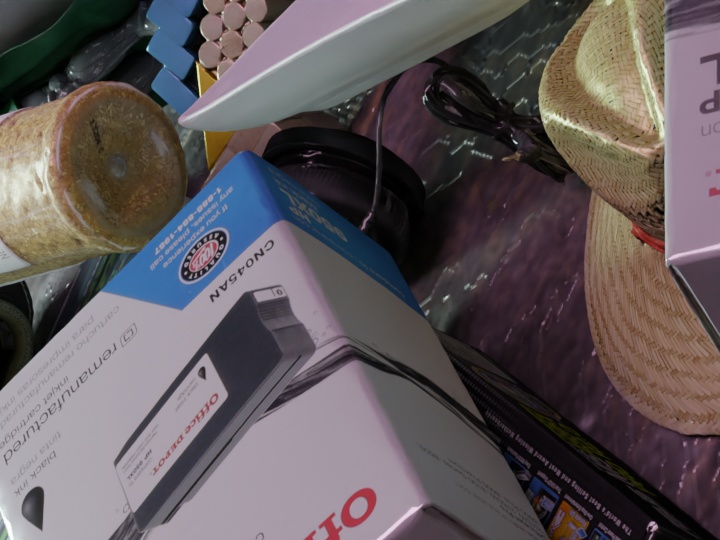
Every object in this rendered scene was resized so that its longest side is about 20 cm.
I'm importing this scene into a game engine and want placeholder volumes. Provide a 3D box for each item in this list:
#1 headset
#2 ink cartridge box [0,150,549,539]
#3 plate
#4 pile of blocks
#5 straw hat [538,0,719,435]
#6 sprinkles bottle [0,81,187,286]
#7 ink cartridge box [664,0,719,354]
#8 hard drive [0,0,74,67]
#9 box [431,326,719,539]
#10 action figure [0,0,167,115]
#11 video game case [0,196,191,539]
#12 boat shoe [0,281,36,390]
[{"bbox_3d":[0.000,0.000,1.065,0.200,0.094,0.124,-56,16,39],"label":"headset"},{"bbox_3d":[-0.033,0.079,0.919,0.145,0.084,0.200,-44,38,12],"label":"ink cartridge box"},{"bbox_3d":[0.048,-0.127,1.043,0.199,0.032,0.200,-25,18,49],"label":"plate"},{"bbox_3d":[-0.049,-0.122,1.169,0.082,0.062,0.201,3,97,30],"label":"pile of blocks"},{"bbox_3d":[0.105,-0.053,0.915,0.201,0.085,0.202,-36,40,38],"label":"straw hat"},{"bbox_3d":[-0.156,-0.025,1.147,0.199,0.068,0.069,-13,57,46],"label":"sprinkles bottle"},{"bbox_3d":[0.165,-0.077,0.797,0.144,0.084,0.201,-11,55,23],"label":"ink cartridge box"},{"bbox_3d":[-0.146,-0.116,1.218,0.132,0.200,0.026,-30,72,11],"label":"hard drive"},{"bbox_3d":[0.028,0.121,0.947,0.161,0.044,0.200,-60,31,6],"label":"box"},{"bbox_3d":[-0.150,-0.054,1.249,0.200,0.118,0.055,-35,60,19],"label":"action figure"},{"bbox_3d":[-0.125,0.057,1.195,0.201,0.023,0.182,-65,12,-2],"label":"video game case"},{"bbox_3d":[-0.174,0.039,1.246,0.066,0.072,0.201,-19,10,16],"label":"boat shoe"}]
